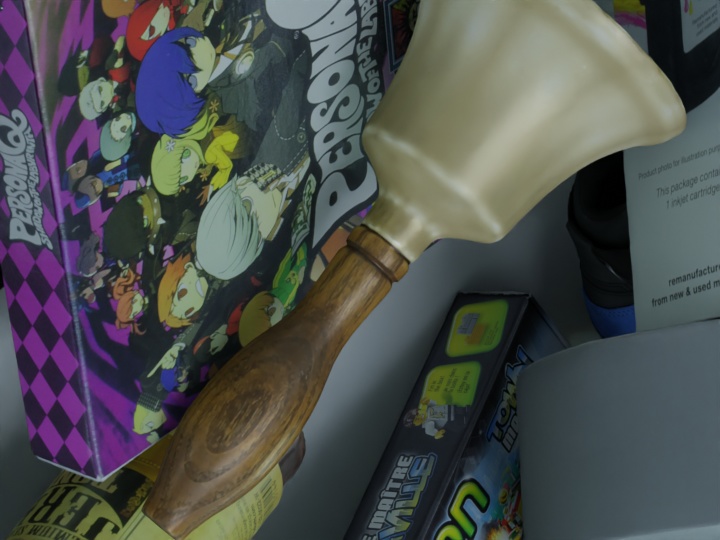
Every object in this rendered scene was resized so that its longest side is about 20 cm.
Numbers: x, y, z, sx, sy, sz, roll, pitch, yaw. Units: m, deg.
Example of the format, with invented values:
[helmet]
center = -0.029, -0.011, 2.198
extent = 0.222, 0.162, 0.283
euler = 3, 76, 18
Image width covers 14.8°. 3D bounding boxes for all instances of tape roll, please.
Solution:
[tape roll]
center = 0.152, 0.062, 0.931
extent = 0.199, 0.200, 0.067
euler = 4, 75, -33

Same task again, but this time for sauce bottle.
[sauce bottle]
center = -0.091, 0.109, 0.885
extent = 0.200, 0.064, 0.065
euler = -52, 136, -38

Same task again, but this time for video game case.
[video game case]
center = -0.043, -0.063, 0.857
extent = 0.181, 0.036, 0.201
euler = -34, 130, -41

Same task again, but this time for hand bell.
[hand bell]
center = 0.000, 0.000, 0.859
extent = 0.200, 0.104, 0.104
euler = -51, 129, -8

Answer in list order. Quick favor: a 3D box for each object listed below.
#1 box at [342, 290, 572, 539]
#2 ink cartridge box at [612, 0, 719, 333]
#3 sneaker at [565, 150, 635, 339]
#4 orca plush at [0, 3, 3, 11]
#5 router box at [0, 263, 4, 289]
[box]
center = 0.035, 0.119, 0.980
extent = 0.110, 0.035, 0.201
euler = 50, 54, -39
[ink cartridge box]
center = 0.164, -0.077, 0.925
extent = 0.145, 0.083, 0.201
euler = 4, 77, -30
[sneaker]
center = 0.162, -0.046, 1.004
extent = 0.199, 0.077, 0.111
euler = -32, 136, -6
[orca plush]
center = -0.161, -0.009, 0.784
extent = 0.071, 0.105, 0.201
euler = -25, 137, -77
[router box]
center = -0.204, -0.015, 0.812
extent = 0.200, 0.052, 0.158
euler = -38, 127, -9
